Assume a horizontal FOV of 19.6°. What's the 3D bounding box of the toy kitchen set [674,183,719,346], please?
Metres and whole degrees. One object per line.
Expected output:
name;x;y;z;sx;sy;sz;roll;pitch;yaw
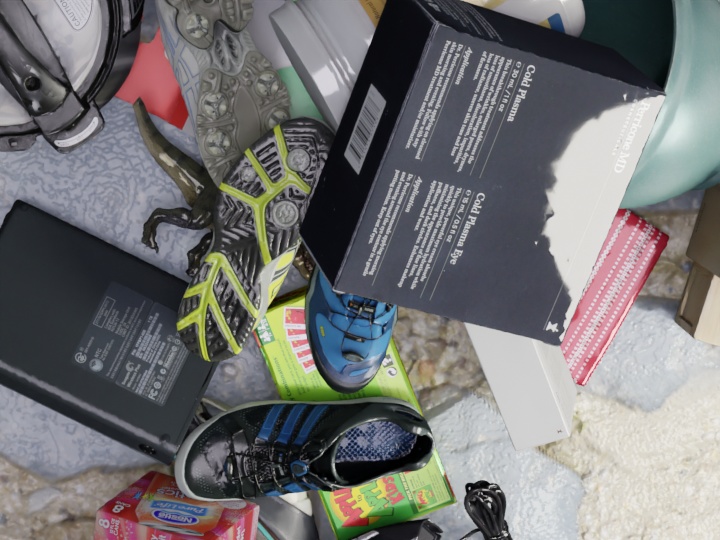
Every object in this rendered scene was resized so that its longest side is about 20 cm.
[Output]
toy kitchen set;0.363;-0.019;1.597;0.179;0.163;0.201;16;97;-5

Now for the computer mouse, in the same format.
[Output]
computer mouse;0.035;0.243;1.662;0.199;0.046;0.141;-30;135;-3

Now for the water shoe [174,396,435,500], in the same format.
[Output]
water shoe;-0.042;0.134;1.581;0.199;0.079;0.072;-12;99;-11

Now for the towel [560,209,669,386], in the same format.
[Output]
towel;0.128;-0.015;1.659;0.199;0.022;0.145;29;94;-8

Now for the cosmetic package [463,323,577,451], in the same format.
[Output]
cosmetic package;0.109;0.031;1.601;0.050;0.083;0.201;-18;107;15

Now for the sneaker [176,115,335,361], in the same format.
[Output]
sneaker;-0.079;-0.031;1.567;0.075;0.076;0.201;30;106;0

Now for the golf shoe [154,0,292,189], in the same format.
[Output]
golf shoe;-0.109;-0.153;1.577;0.078;0.097;0.201;-19;111;-19

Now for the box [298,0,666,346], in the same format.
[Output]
box;0.081;-0.072;1.446;0.181;0.104;0.201;15;108;-22

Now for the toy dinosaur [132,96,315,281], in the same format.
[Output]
toy dinosaur;-0.122;-0.041;1.627;0.200;0.047;0.088;38;92;-15

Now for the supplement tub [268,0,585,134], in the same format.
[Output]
supplement tub;0.048;-0.186;1.526;0.199;0.145;0.145;-31;98;-3

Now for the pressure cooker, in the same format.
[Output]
pressure cooker;-0.253;-0.180;1.526;0.175;0.200;0.180;13;96;1

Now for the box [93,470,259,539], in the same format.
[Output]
box;-0.152;0.272;1.618;0.099;0.095;0.201;16;110;19

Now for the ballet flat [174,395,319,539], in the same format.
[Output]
ballet flat;-0.088;0.158;1.651;0.200;0.073;0.073;42;94;-5

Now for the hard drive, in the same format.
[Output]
hard drive;-0.207;0.046;1.606;0.199;0.033;0.140;27;60;-4

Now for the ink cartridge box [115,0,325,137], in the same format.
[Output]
ink cartridge box;-0.088;-0.171;1.614;0.199;0.050;0.162;25;96;-8

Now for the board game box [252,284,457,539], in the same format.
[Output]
board game box;-0.007;0.107;1.656;0.101;0.048;0.201;-21;98;1

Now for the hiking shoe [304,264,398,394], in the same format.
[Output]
hiking shoe;0.000;0.000;1.571;0.074;0.087;0.201;9;101;-4

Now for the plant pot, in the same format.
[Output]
plant pot;0.219;-0.134;1.575;0.134;0.200;0.201;15;98;-32
